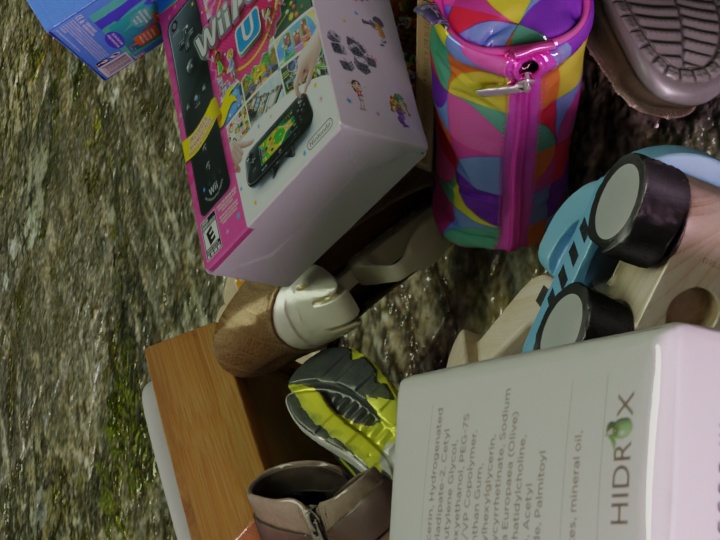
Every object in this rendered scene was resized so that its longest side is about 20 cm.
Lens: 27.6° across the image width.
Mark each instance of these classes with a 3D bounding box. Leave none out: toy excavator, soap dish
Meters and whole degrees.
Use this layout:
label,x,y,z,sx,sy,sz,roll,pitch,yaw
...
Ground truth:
label,x,y,z,sx,sy,sz,roll,pitch,yaw
toy excavator,0.118,0.020,0.744,0.200,0.100,0.195,-118,49,-68
soap dish,-0.051,0.131,0.934,0.081,0.157,0.200,-46,38,18

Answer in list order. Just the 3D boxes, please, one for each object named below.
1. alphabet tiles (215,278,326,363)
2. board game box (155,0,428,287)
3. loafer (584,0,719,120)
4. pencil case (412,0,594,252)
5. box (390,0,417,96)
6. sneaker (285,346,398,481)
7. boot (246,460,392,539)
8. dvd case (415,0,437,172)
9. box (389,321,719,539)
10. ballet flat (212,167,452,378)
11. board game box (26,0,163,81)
label,x,y,z,sx,sy,sz,roll,pitch,yaw
alphabet tiles,-0.064,0.028,1.136,0.196,0.015,0.200,24,99,62
board game box,-0.045,-0.115,0.837,0.148,0.064,0.200,-42,49,41
loafer,0.139,-0.141,0.790,0.200,0.075,0.070,-103,25,-46
pencil case,0.075,-0.085,0.769,0.200,0.088,0.089,81,-176,-61
box,0.002,-0.107,0.943,0.200,0.137,0.039,-67,31,19
sneaker,0.040,0.122,0.860,0.074,0.085,0.200,-42,54,-1
boot,-0.019,0.174,0.798,0.200,0.070,0.146,-20,105,41
dvd case,0.068,-0.168,0.807,0.149,0.016,0.200,-60,-17,-29
box,0.129,0.140,0.541,0.171,0.199,0.200,-17,63,59
ballet flat,0.000,0.000,0.892,0.200,0.068,0.072,-35,24,-13
board game box,-0.110,-0.207,0.943,0.045,0.200,0.152,57,180,5
